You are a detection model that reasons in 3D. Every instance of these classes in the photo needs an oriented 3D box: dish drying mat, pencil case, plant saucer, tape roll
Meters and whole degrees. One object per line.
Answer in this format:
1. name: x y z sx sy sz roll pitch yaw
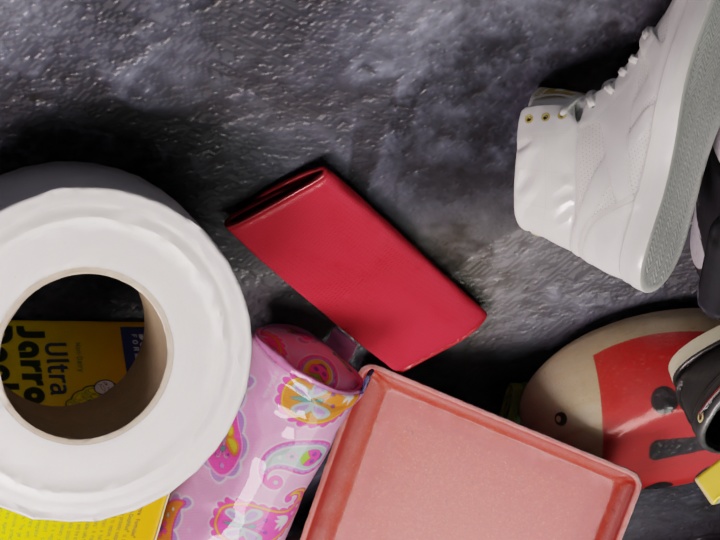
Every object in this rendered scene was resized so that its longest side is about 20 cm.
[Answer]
1. dish drying mat: 0.000 0.000 1.685 0.077 0.018 0.200 -27 139 20
2. pencil case: -0.069 0.128 1.727 0.087 0.087 0.201 17 111 -32
3. plant saucer: 0.065 0.183 1.784 0.199 0.037 0.200 22 105 11
4. tape roll: -0.167 0.042 1.565 0.201 0.071 0.203 -4 106 -16

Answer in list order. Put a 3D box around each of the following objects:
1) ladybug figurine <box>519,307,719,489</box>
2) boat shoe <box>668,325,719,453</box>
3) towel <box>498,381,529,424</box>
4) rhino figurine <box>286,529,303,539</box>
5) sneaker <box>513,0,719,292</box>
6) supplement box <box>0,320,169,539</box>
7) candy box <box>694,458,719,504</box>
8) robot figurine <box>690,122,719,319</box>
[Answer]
1. ladybug figurine: 0.207 0.092 1.797 0.199 0.072 0.136 -11 131 -7
2. boat shoe: 0.271 0.036 1.568 0.201 0.063 0.074 -36 138 22
3. towel: 0.191 0.100 1.862 0.199 0.018 0.086 -3 142 -12
4. rhino figurine: -0.041 0.215 1.869 0.199 0.060 0.088 -23 145 -24
5. sneaker: 0.148 -0.101 1.550 0.074 0.115 0.201 -1 112 -56
6. supplement box: -0.223 0.105 1.681 0.199 0.109 0.110 1 141 -17
7. candy box: 0.303 0.075 1.677 0.200 0.026 0.102 -42 166 23
8. robot figurine: 0.264 -0.043 1.612 0.124 0.151 0.200 3 142 2
